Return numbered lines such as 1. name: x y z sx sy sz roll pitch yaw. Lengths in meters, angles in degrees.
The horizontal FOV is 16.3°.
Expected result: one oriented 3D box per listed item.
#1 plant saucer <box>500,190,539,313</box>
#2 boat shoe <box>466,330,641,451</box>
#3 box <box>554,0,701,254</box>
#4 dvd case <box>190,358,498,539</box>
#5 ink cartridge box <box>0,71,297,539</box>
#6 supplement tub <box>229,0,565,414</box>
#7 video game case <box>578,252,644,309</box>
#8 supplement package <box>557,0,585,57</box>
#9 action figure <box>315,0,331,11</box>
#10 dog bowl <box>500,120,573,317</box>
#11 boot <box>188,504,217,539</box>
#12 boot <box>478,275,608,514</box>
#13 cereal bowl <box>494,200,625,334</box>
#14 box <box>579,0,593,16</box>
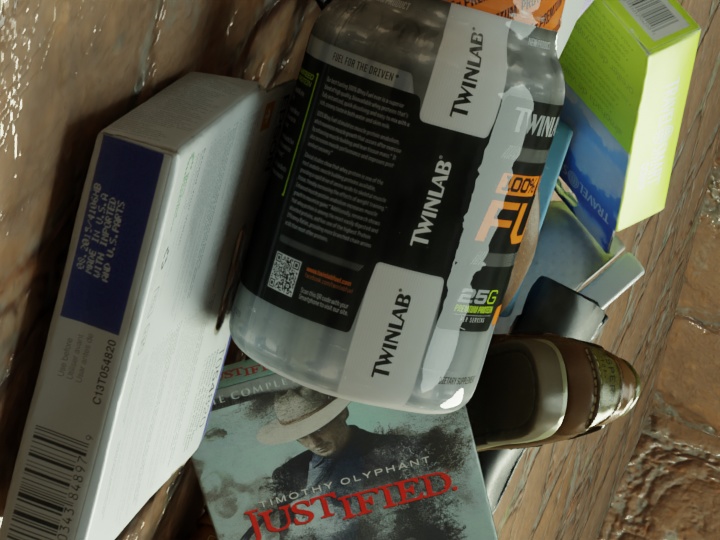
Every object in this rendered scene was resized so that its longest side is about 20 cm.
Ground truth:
1. plant saucer: 0.056 -0.070 1.377 0.200 0.037 0.201 164 -90 -78
2. boat shoe: 0.079 0.068 1.353 0.200 0.068 0.072 -175 -95 -66
3. box: 0.157 -0.119 1.627 0.048 0.122 0.200 -24 148 -20
4. dvd case: -0.007 0.119 1.307 0.022 0.145 0.201 -105 -179 -55
5. ink cartridge box: -0.092 0.016 1.109 0.200 0.040 0.200 -45 151 -72
6. supplement tub: 0.021 -0.045 1.161 0.123 0.122 0.201 -23 131 -74
7. video game case: 0.100 0.072 1.729 0.200 0.022 0.182 -40 176 -11
8. supplement package: 0.089 -0.243 1.379 0.200 0.111 0.156 90 22 -56
9. action figure: 0.004 -0.051 1.281 0.102 0.118 0.201 -52 145 -60
10. dog bowl: 0.093 -0.039 1.586 0.200 0.049 0.112 -65 172 -65
11. boot: -0.065 0.185 1.440 0.156 0.076 0.200 -68 157 -8
12. boot: 0.083 0.098 1.519 0.200 0.066 0.165 -54 180 -2
13. cereal bowl: 0.083 0.019 1.741 0.200 0.083 0.200 -42 176 -3
14. box: 0.111 -0.167 1.494 0.200 0.041 0.039 -49 118 -15
